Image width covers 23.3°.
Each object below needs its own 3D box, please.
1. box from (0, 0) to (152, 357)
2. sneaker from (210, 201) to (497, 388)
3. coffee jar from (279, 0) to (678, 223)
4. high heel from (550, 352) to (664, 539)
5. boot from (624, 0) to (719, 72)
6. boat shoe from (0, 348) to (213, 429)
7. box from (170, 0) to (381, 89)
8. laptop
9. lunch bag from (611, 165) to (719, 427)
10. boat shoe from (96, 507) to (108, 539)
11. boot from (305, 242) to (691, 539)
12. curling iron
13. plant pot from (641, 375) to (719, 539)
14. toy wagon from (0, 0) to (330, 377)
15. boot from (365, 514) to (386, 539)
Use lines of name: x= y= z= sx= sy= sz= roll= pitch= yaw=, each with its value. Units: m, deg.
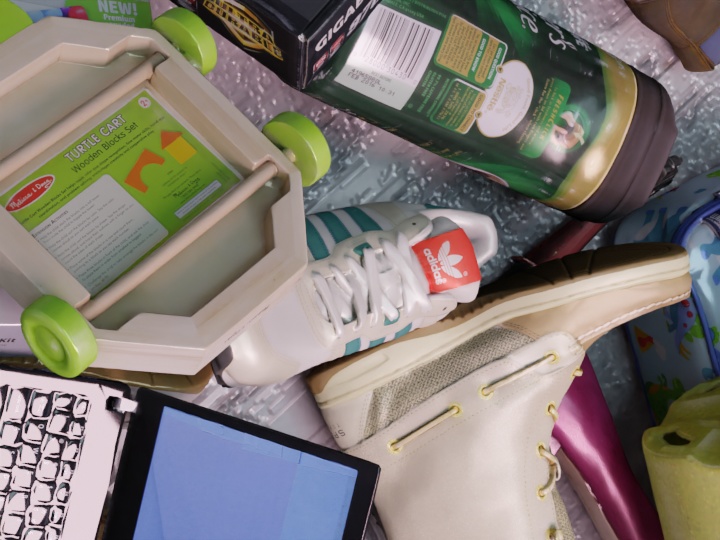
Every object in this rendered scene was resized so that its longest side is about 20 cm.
box: x=-0.160 y=-0.063 z=0.754 sx=0.155 sy=0.041 sz=0.202 roll=1 pitch=66 yaw=-27
sneaker: x=0.000 y=0.000 z=0.801 sx=0.200 sy=0.093 sz=0.071 roll=-21 pitch=97 yaw=-64
coffee jar: x=0.059 y=-0.095 z=0.873 sx=0.199 sy=0.104 sz=0.086 roll=23 pitch=97 yaw=-27
high heel: x=0.155 y=0.111 z=0.946 sx=0.199 sy=0.067 sz=0.097 roll=33 pitch=86 yaw=-21
boot: x=0.208 y=-0.209 z=0.983 sx=0.201 sy=0.074 sz=0.097 roll=-55 pitch=130 yaw=-16
boat shoe: x=-0.168 y=0.036 z=0.777 sx=0.199 sy=0.069 sz=0.071 roll=17 pitch=44 yaw=-16
box: x=-0.055 y=-0.198 z=0.786 sx=0.199 sy=0.046 sz=0.159 roll=36 pitch=69 yaw=12
laptop: x=-0.118 y=0.138 z=0.700 sx=0.199 sy=0.103 sz=0.179 roll=12 pitch=94 yaw=-32
lunch bag: x=0.235 y=0.036 z=0.985 sx=0.160 sy=0.082 sz=0.201 roll=-23 pitch=102 yaw=-28
boat shoe: x=-0.137 y=0.142 z=0.791 sx=0.199 sy=0.074 sz=0.076 roll=16 pitch=84 yaw=-27
boot: x=0.090 y=0.082 z=0.871 sx=0.199 sy=0.072 sz=0.156 roll=-22 pitch=94 yaw=5
curling iron: x=0.097 y=-0.006 z=0.932 sx=0.200 sy=0.050 sz=0.026 roll=-39 pitch=78 yaw=-12
plant pot: x=0.230 y=0.143 z=0.860 sx=0.199 sy=0.200 sz=0.185 roll=-26 pitch=98 yaw=-25
toy wagon: x=-0.113 y=-0.050 z=0.716 sx=0.200 sy=0.040 sz=0.155 roll=43 pitch=54 yaw=9
boot: x=-0.062 y=0.199 z=0.798 sx=0.131 sy=0.070 sz=0.202 roll=0 pitch=111 yaw=-35
